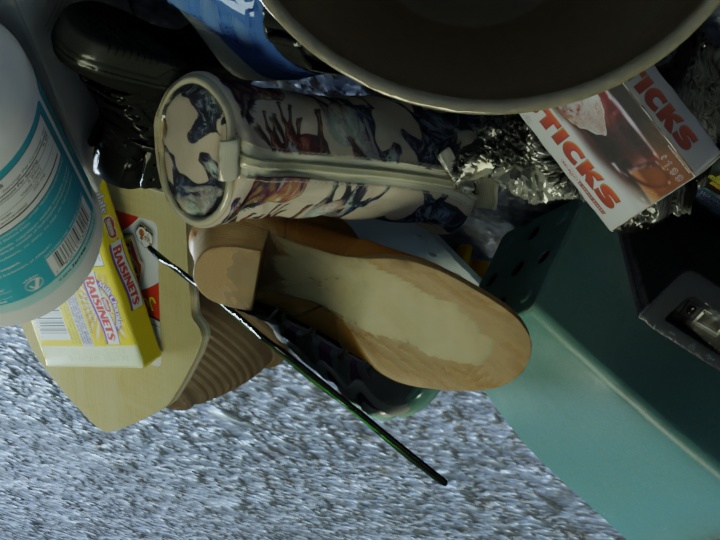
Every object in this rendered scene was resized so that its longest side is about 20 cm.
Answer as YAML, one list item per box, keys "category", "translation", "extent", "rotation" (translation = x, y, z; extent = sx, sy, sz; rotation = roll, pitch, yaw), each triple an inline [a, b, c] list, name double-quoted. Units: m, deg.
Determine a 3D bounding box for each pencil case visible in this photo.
- category: "pencil case"
  translation: [-0.018, -0.060, 0.815]
  extent: [0.199, 0.078, 0.089]
  rotation: [0, -176, -43]

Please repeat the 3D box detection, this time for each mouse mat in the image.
- category: "mouse mat"
  translation: [-0.042, 0.054, 0.903]
  extent: [0.161, 0.008, 0.200]
  rotation: [42, 174, -32]

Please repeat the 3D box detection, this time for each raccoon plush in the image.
- category: "raccoon plush"
  translation: [0.106, -0.109, 0.755]
  extent: [0.133, 0.097, 0.201]
  rotation: [18, 132, 31]

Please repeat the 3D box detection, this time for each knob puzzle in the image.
- category: "knob puzzle"
  translation: [-0.180, 0.020, 1.081]
  extent: [0.219, 0.030, 0.221]
  rotation: [14, 115, 32]

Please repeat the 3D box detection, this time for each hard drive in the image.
- category: "hard drive"
  translation: [0.234, 0.022, 0.848]
  extent: [0.199, 0.135, 0.042]
  rotation: [28, 122, -19]

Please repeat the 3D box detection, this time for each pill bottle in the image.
- category: "pill bottle"
  translation: [-0.207, -0.060, 0.771]
  extent: [0.110, 0.111, 0.200]
  rotation: [12, 154, 13]

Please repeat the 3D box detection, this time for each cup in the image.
- category: "cup"
  translation: [0.046, -0.154, 0.579]
  extent: [0.199, 0.201, 0.143]
  rotation: [18, -179, 1]

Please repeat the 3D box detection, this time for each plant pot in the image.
- category: "plant pot"
  translation: [-0.158, 0.045, 1.171]
  extent: [0.200, 0.093, 0.201]
  rotation: [23, 160, 9]
- category: "plant pot"
  translation: [0.170, 0.056, 0.952]
  extent: [0.200, 0.142, 0.141]
  rotation: [37, 151, -15]

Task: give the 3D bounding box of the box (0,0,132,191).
- category: "box"
  translation: [-0.207, -0.145, 0.844]
  extent: [0.124, 0.098, 0.200]
  rotation: [14, 154, 10]

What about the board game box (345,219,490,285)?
- category: "board game box"
  translation: [-0.037, -0.037, 1.030]
  extent: [0.199, 0.026, 0.200]
  rotation: [-3, 147, 39]

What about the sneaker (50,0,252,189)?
- category: "sneaker"
  translation: [-0.119, -0.085, 0.842]
  extent: [0.060, 0.104, 0.200]
  rotation: [41, -161, 18]

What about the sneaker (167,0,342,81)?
- category: "sneaker"
  translation: [-0.062, -0.156, 0.739]
  extent: [0.111, 0.077, 0.200]
  rotation: [6, 157, 39]

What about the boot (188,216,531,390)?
- category: "boot"
  translation: [-0.001, 0.000, 0.878]
  extent: [0.200, 0.071, 0.144]
  rotation: [16, -164, -3]

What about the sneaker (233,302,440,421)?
- category: "sneaker"
  translation: [-0.035, 0.022, 0.972]
  extent: [0.140, 0.078, 0.200]
  rotation: [37, 171, -32]

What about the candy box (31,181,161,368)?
- category: "candy box"
  translation: [-0.207, -0.028, 1.036]
  extent: [0.102, 0.026, 0.201]
  rotation: [-3, 111, 36]

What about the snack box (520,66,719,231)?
- category: "snack box"
  translation: [0.077, -0.113, 0.686]
  extent: [0.200, 0.024, 0.072]
  rotation: [52, 151, 1]

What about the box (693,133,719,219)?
- category: "box"
  translation: [0.280, -0.035, 0.797]
  extent: [0.199, 0.040, 0.137]
  rotation: [28, 153, -18]
